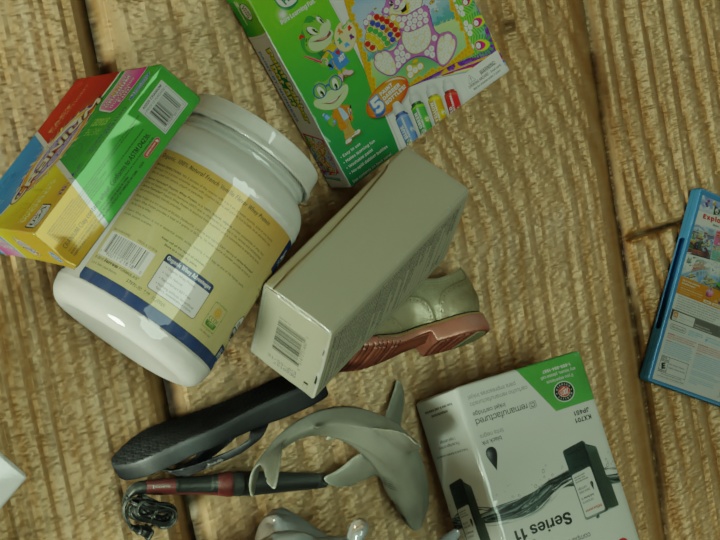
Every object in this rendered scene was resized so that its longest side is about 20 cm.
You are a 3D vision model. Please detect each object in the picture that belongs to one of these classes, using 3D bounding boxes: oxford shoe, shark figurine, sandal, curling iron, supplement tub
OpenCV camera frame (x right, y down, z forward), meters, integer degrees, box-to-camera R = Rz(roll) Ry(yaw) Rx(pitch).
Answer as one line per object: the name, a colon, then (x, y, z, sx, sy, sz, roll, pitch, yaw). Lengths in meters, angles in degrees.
oxford shoe: (0.016, 0.043, 1.371, 0.198, 0.071, 0.074, -8, 72, -27)
shark figurine: (0.003, 0.151, 1.337, 0.213, 0.089, 0.129, 19, 81, -40)
sandal: (-0.111, 0.138, 1.292, 0.199, 0.076, 0.043, -20, 103, -26)
curling iron: (-0.116, 0.192, 1.324, 0.199, 0.026, 0.050, -6, 118, -33)
supplement tub: (-0.136, -0.025, 1.228, 0.144, 0.144, 0.201, 39, 76, -25)

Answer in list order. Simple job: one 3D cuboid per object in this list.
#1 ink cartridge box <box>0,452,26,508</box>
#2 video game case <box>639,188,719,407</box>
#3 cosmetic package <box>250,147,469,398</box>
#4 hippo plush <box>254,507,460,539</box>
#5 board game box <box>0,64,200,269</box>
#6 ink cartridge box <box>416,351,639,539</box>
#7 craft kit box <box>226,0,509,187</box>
ink cartridge box: (-0.373, 0.179, 1.149, 0.145, 0.084, 0.200, 47, 72, -22)
video game case: (0.369, 0.033, 1.577, 0.142, 0.018, 0.202, 19, 85, -27)
cosmetic package: (0.000, 0.000, 1.293, 0.073, 0.104, 0.200, 34, 54, 13)
hippo plush: (-0.025, 0.281, 1.265, 0.198, 0.161, 0.161, 7, 82, 5)
board game box: (-0.212, -0.078, 1.152, 0.040, 0.200, 0.154, 41, 75, -24)
ink cartridge box: (0.155, 0.192, 1.406, 0.146, 0.083, 0.202, -14, 83, -28)
craft kit box: (0.010, -0.209, 1.353, 0.200, 0.048, 0.198, -38, 107, -21)
